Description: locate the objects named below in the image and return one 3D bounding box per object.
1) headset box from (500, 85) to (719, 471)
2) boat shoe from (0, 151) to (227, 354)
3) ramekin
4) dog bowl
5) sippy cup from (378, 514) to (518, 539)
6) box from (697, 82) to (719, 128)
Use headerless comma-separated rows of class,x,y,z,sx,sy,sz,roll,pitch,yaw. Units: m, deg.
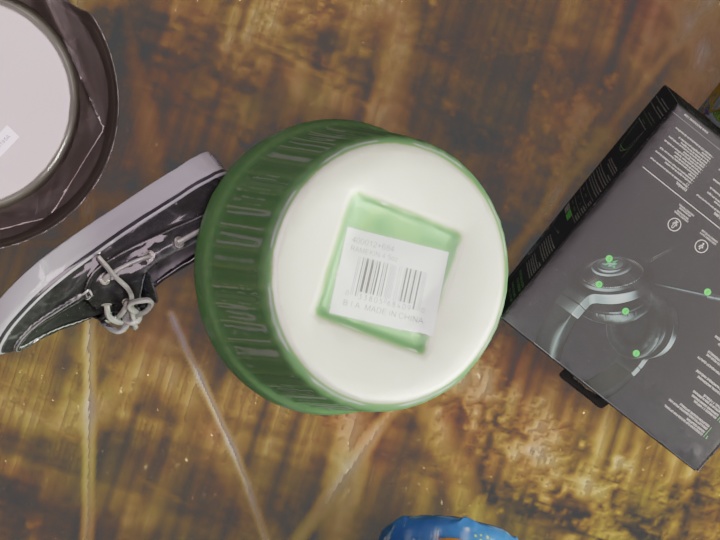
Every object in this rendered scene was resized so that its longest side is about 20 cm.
headset box,0.211,0.010,1.672,0.174,0.093,0.200,37,100,-6
boat shoe,-0.160,0.004,1.658,0.199,0.074,0.068,-35,80,-14
ramekin,0.000,0.000,1.635,0.200,0.098,0.201,-2,94,-25
dog bowl,-0.260,-0.111,1.652,0.199,0.059,0.201,0,91,-6
sippy cup,0.054,0.236,1.655,0.139,0.178,0.131,3,67,13
box,0.350,-0.147,1.653,0.122,0.193,0.200,39,86,-6
